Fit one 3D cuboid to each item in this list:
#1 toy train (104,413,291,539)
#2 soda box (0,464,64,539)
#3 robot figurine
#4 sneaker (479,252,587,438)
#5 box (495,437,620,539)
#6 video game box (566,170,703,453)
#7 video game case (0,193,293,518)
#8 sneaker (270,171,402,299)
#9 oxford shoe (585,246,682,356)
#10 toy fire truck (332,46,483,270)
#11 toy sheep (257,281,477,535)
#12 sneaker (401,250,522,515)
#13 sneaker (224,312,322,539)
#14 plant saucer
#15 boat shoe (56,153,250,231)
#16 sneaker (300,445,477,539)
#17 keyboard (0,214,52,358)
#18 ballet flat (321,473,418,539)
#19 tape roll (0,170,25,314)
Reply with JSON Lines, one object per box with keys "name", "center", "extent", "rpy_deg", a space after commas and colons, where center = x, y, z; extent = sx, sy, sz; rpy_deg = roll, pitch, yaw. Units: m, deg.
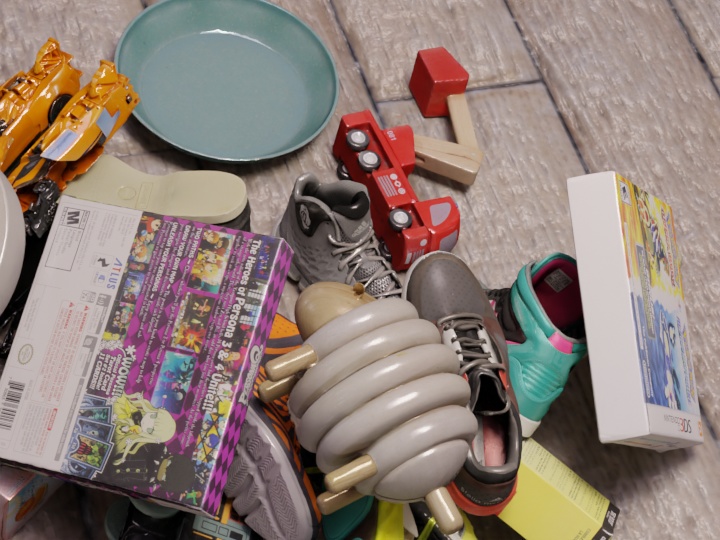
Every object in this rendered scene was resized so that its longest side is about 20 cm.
{"name": "toy train", "center": [-0.118, 0.147, 1.508], "extent": [0.113, 0.085, 0.201], "rpy_deg": [22, 48, -11]}
{"name": "soda box", "center": [-0.227, 0.106, 1.520], "extent": [0.068, 0.064, 0.200], "rpy_deg": [33, 52, 12]}
{"name": "robot figurine", "center": [-0.278, -0.093, 1.628], "extent": [0.144, 0.058, 0.200], "rpy_deg": [23, 63, 37]}
{"name": "sneaker", "center": [0.128, 0.031, 1.589], "extent": [0.083, 0.121, 0.200], "rpy_deg": [30, 19, -25]}
{"name": "box", "center": [0.104, 0.146, 1.535], "extent": [0.200, 0.050, 0.075], "rpy_deg": [39, 15, 3]}
{"name": "video game box", "center": [0.215, 0.037, 1.570], "extent": [0.046, 0.182, 0.202], "rpy_deg": [-10, 80, 19]}
{"name": "video game case", "center": [-0.159, 0.058, 1.429], "extent": [0.180, 0.036, 0.201], "rpy_deg": [10, 74, 19]}
{"name": "sneaker", "center": [0.000, 0.000, 1.623], "extent": [0.075, 0.116, 0.200], "rpy_deg": [-29, 63, -31]}
{"name": "oxford shoe", "center": [0.208, 0.016, 1.703], "extent": [0.075, 0.058, 0.200], "rpy_deg": [33, 38, 17]}
{"name": "toy fire truck", "center": [0.054, -0.098, 1.756], "extent": [0.140, 0.049, 0.201], "rpy_deg": [-13, 57, -23]}
{"name": "toy sheep", "center": [0.013, 0.095, 1.398], "extent": [0.137, 0.138, 0.201], "rpy_deg": [-21, 75, -27]}
{"name": "sneaker", "center": [0.085, 0.072, 1.469], "extent": [0.076, 0.082, 0.201], "rpy_deg": [-9, 70, -16]}
{"name": "sneaker", "center": [-0.060, 0.101, 1.476], "extent": [0.112, 0.078, 0.201], "rpy_deg": [-16, 71, -43]}
{"name": "plant saucer", "center": [-0.118, -0.162, 1.774], "extent": [0.198, 0.036, 0.201], "rpy_deg": [7, 52, -8]}
{"name": "boat shoe", "center": [-0.186, -0.049, 1.650], "extent": [0.200, 0.063, 0.074], "rpy_deg": [8, 47, 12]}
{"name": "sneaker", "center": [0.045, 0.174, 1.527], "extent": [0.076, 0.076, 0.200], "rpy_deg": [-28, 69, -42]}
{"name": "keyboard", "center": [-0.289, 0.035, 1.589], "extent": [0.103, 0.040, 0.200], "rpy_deg": [15, 48, 29]}
{"name": "ballet flat", "center": [0.011, 0.197, 1.440], "extent": [0.067, 0.067, 0.201], "rpy_deg": [29, 36, -27]}
{"name": "tape roll", "center": [-0.354, -0.015, 1.544], "extent": [0.201, 0.037, 0.204], "rpy_deg": [-6, 66, 13]}
